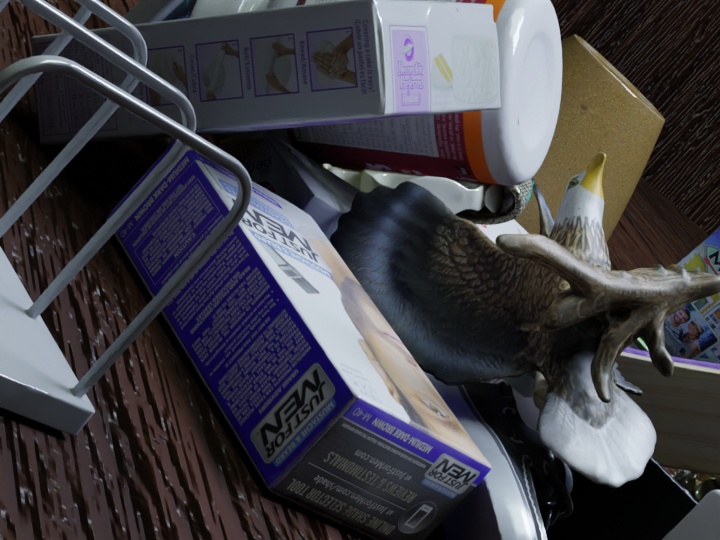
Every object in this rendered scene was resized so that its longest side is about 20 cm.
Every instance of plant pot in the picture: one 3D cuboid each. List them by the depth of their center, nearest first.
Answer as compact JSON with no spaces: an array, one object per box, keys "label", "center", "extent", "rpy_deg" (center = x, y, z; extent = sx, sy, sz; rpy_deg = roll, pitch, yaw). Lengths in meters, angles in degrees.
[{"label":"plant pot","center":[0.126,-0.068,1.509],"extent":[0.186,0.200,0.187],"rpy_deg":[42,11,-10]}]

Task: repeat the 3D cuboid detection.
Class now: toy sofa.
[{"label":"toy sofa","center":[0.203,0.088,1.237],"extent":[0.198,0.099,0.083],"rpy_deg":[8,15,6]}]

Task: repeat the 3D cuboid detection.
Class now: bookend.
[{"label":"bookend","center":[0.185,0.169,1.133],"extent":[0.199,0.092,0.200],"rpy_deg":[45,11,9]}]

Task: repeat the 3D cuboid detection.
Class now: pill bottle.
[{"label":"pill bottle","center":[0.007,-0.112,1.157],"extent":[0.198,0.111,0.109],"rpy_deg":[8,-1,22]}]

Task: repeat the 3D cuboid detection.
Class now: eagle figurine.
[{"label":"eagle figurine","center":[0.092,0.011,1.035],"extent":[0.152,0.151,0.199],"rpy_deg":[54,-22,-17]}]

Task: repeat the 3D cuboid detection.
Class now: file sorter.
[{"label":"file sorter","center":[-0.153,-0.066,0.758],"extent":[0.138,0.125,0.200],"rpy_deg":[30,17,-49]}]

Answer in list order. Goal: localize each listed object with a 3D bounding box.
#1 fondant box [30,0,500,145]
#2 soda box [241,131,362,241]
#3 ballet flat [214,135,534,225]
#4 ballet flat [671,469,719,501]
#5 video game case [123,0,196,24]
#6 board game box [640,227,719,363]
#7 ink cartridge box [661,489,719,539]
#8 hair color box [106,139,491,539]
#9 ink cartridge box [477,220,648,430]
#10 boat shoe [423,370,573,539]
[{"label":"fondant box","center":[-0.047,-0.100,1.040],"extent":[0.144,0.198,0.059],"rpy_deg":[-12,97,-62]},{"label":"soda box","center":[0.000,0.000,1.172],"extent":[0.199,0.068,0.064],"rpy_deg":[32,16,-46]},{"label":"ballet flat","center":[0.007,-0.060,1.231],"extent":[0.198,0.069,0.075],"rpy_deg":[6,25,1]},{"label":"ballet flat","center":[0.234,0.177,1.334],"extent":[0.076,0.064,0.200],"rpy_deg":[42,12,-18]},{"label":"video game case","center":[-0.044,-0.188,1.360],"extent":[0.182,0.200,0.023],"rpy_deg":[24,30,-57]},{"label":"board game box","center":[0.269,0.074,1.326],"extent":[0.029,0.135,0.201],"rpy_deg":[-28,78,-35]},{"label":"ink cartridge box","center":[0.198,0.214,0.959],"extent":[0.067,0.116,0.200],"rpy_deg":[31,17,-42]},{"label":"hair color box","center":[-0.032,0.033,0.965],"extent":[0.109,0.065,0.200],"rpy_deg":[31,19,-47]},{"label":"ink cartridge box","center":[0.106,0.036,1.354],"extent":[0.200,0.084,0.146],"rpy_deg":[42,11,-10]},{"label":"boat shoe","center":[0.072,0.104,1.011],"extent":[0.065,0.071,0.200],"rpy_deg":[0,16,-10]}]
